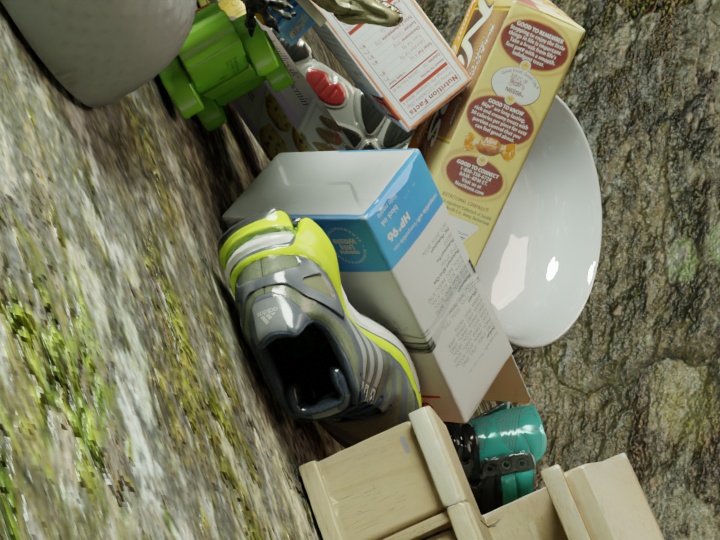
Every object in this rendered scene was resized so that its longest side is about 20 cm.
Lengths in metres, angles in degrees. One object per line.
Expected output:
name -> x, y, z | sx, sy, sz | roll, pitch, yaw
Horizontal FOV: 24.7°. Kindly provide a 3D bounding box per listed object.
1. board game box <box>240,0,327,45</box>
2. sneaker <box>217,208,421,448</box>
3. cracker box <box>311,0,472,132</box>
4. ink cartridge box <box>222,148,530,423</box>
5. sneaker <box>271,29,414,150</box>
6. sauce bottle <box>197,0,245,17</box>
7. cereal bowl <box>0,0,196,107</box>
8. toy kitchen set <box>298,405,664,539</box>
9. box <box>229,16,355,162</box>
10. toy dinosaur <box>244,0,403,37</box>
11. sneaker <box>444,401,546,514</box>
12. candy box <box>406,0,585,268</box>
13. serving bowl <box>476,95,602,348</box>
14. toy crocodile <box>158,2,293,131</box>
board game box -> -0.107, -0.216, 0.967 | 0.200, 0.026, 0.200 | 45, 3, -13
sneaker -> -0.020, 0.058, 0.913 | 0.200, 0.073, 0.081 | 53, 22, -44
cracker box -> -0.018, -0.189, 1.051 | 0.200, 0.058, 0.134 | 52, 0, -15
ink cartridge box -> 0.014, 0.026, 1.010 | 0.068, 0.115, 0.201 | -52, 128, -35
sneaker -> -0.029, -0.112, 1.232 | 0.200, 0.081, 0.083 | 43, -9, -11
sauce bottle -> -0.109, -0.243, 1.319 | 0.065, 0.064, 0.201 | 42, 23, -77
cereal bowl -> -0.127, -0.180, 0.744 | 0.200, 0.083, 0.201 | -23, 90, -86
toy kitchen set -> 0.062, 0.140, 0.782 | 0.181, 0.162, 0.201 | 55, 12, -65
box -> -0.042, -0.091, 1.104 | 0.038, 0.042, 0.201 | -7, 52, -40
toy dinosaur -> -0.058, -0.174, 0.834 | 0.200, 0.047, 0.088 | 44, 24, -24
sneaker -> 0.069, 0.119, 1.175 | 0.084, 0.120, 0.201 | -108, 171, -54
candy box -> 0.072, -0.086, 1.082 | 0.055, 0.201, 0.116 | 22, 15, -12
serving bowl -> 0.105, -0.041, 1.253 | 0.199, 0.065, 0.202 | 2, 88, -51
toy crocodile -> -0.088, -0.131, 1.010 | 0.062, 0.067, 0.200 | 60, 3, 2
